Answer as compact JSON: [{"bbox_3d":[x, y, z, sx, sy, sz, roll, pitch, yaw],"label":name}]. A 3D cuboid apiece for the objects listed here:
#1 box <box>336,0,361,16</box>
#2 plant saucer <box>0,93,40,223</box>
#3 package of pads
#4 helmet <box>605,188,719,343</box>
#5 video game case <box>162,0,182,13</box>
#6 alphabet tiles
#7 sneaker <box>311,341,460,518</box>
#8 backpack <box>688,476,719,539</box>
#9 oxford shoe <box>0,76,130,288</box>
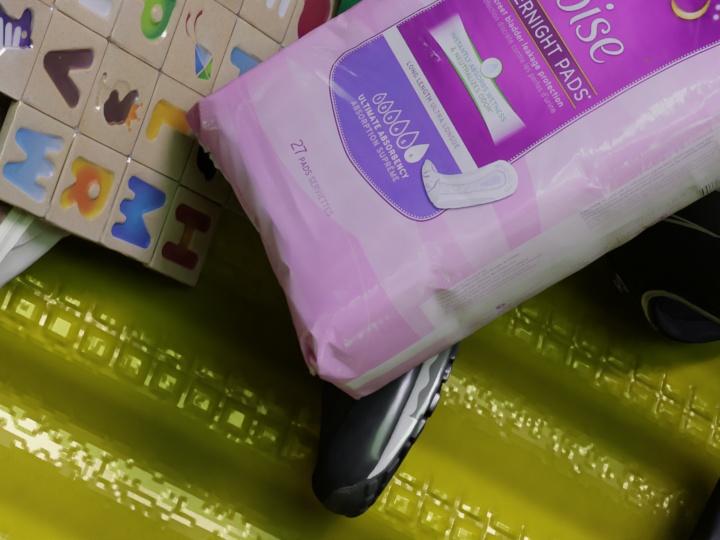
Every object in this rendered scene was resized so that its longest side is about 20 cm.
[{"bbox_3d":[0.088,-0.147,0.854,0.048,0.118,0.199,39,33,30],"label":"box"},{"bbox_3d":[-0.205,-0.074,0.696,0.198,0.032,0.202,5,62,-9],"label":"plant saucer"},{"bbox_3d":[0.048,-0.053,0.733,0.199,0.076,0.121,-31,66,6],"label":"package of pads"},{"bbox_3d":[0.180,-0.060,0.839,0.199,0.190,0.202,-9,106,-34],"label":"helmet"},{"bbox_3d":[-0.133,-0.191,0.786,0.142,0.018,0.202,2,71,0],"label":"video game case"},{"bbox_3d":[-0.068,-0.088,0.742,0.200,0.006,0.168,27,81,-59],"label":"alphabet tiles"},{"bbox_3d":[0.000,0.000,0.811,0.087,0.076,0.201,22,59,-4],"label":"sneaker"},{"bbox_3d":[0.211,0.179,0.826,0.199,0.154,0.164,28,54,6],"label":"backpack"},{"bbox_3d":[-0.152,-0.007,0.726,0.075,0.058,0.200,32,61,20],"label":"oxford shoe"}]
